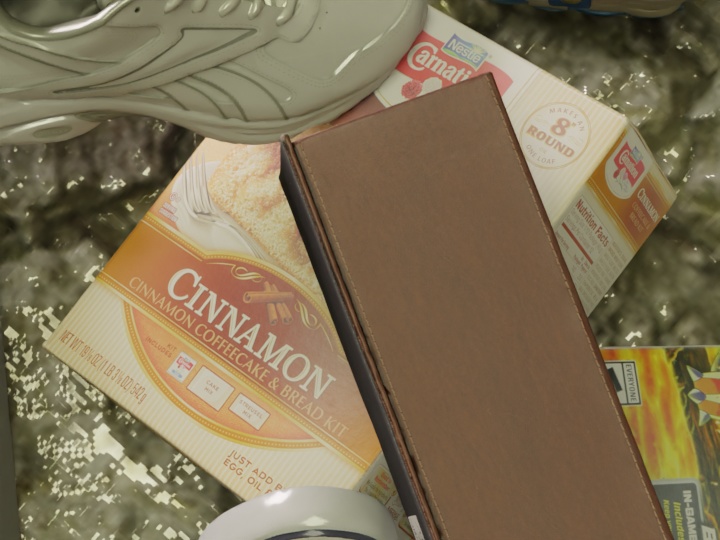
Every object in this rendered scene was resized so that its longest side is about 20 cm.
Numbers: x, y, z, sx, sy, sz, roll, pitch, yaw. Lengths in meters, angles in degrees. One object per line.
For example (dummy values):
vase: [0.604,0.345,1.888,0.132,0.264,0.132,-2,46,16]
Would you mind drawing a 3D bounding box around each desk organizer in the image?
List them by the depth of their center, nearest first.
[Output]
desk organizer: [0.041,0.039,0.819,0.077,0.072,0.200,-20,83,-5]

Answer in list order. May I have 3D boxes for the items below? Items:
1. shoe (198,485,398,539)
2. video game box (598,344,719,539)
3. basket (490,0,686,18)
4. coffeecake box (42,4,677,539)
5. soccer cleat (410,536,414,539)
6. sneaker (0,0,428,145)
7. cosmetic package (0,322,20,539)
shoe: [-0.039,0.159,0.851,0.071,0.200,0.091,12,53,-19]
video game box: [0.156,0.127,0.877,0.182,0.047,0.200,0,76,-25]
basket: [0.089,-0.183,0.911,0.139,0.200,0.176,8,76,2]
coffeecake box: [0.000,0.000,0.925,0.153,0.073,0.200,33,82,32]
soccer cleat: [0.029,0.131,0.927,0.200,0.068,0.073,-48,52,-1]
sneaker: [-0.067,-0.098,0.871,0.200,0.099,0.078,-9,65,-13]
cosmetic package: [-0.246,0.070,0.933,0.200,0.123,0.199,-8,76,6]
